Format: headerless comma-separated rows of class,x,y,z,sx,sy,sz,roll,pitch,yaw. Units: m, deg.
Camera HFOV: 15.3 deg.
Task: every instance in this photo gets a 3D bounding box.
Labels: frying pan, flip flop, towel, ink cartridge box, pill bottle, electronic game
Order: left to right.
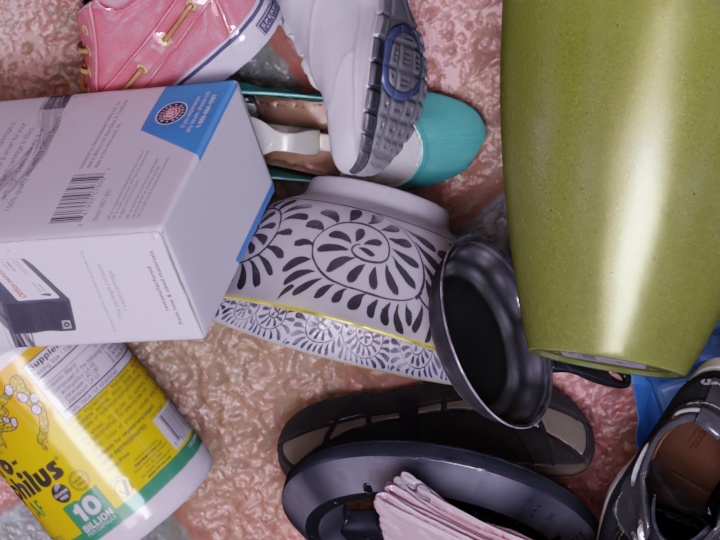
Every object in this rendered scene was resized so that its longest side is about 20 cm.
pill bottle,-0.194,0.077,1.671,0.113,0.113,0.200,-36,99,15
ink cartridge box,-0.170,-0.030,1.549,0.199,0.145,0.084,-3,128,22
flip flop,0.048,0.114,1.676,0.199,0.081,0.058,-7,133,7
electronic game,0.049,0.154,1.641,0.199,0.200,0.042,10,62,4
frying pan,0.091,0.032,1.556,0.031,0.190,0.115,-20,87,30
towel,0.105,0.205,1.573,0.190,0.200,0.032,25,66,21

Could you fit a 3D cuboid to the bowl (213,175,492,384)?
bowl,0.000,0.000,1.606,0.200,0.201,0.095,13,82,3

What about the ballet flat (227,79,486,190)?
ballet flat,-0.024,-0.077,1.630,0.199,0.070,0.068,5,107,6

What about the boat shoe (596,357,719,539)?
boat shoe,0.174,0.141,1.525,0.072,0.068,0.201,26,127,7

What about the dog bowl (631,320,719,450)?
dog bowl,0.210,0.046,1.645,0.111,0.050,0.201,-18,103,12

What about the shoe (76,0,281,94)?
shoe,-0.143,-0.129,1.604,0.091,0.072,0.200,42,128,-18

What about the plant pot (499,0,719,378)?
plant pot,0.156,-0.045,1.525,0.186,0.187,0.201,10,85,4

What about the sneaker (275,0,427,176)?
sneaker,-0.011,-0.150,1.594,0.087,0.074,0.201,-9,73,23
